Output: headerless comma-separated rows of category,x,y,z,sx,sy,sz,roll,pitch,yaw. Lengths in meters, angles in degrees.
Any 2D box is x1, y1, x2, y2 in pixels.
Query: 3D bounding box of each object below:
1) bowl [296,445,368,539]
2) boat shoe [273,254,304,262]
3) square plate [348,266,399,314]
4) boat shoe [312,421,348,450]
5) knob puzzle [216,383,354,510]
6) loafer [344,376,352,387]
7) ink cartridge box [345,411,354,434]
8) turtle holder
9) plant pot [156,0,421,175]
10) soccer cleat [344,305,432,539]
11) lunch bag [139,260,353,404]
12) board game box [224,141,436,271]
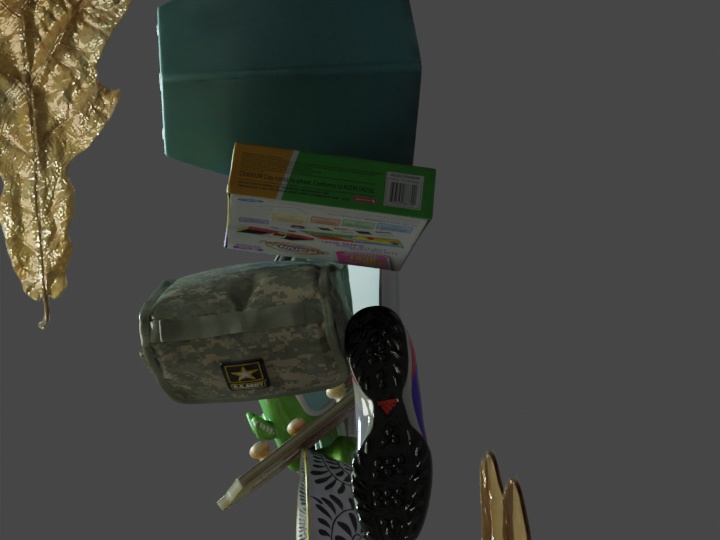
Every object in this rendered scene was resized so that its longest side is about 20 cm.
bowl,-0.009,0.262,1.548,0.201,0.094,0.201,-179,90,-86
boat shoe,-0.070,0.004,1.765,0.067,0.057,0.200,56,-139,-23
square plate,0.000,0.000,1.547,0.200,0.028,0.198,-136,43,-66
boat shoe,-0.049,0.206,1.873,0.074,0.065,0.202,120,136,-54
knob puzzle,-0.064,0.160,1.629,0.030,0.220,0.220,51,168,6
loafer,-0.015,0.026,1.726,0.063,0.072,0.200,20,-120,-52
ink cartridge box,-0.039,0.063,1.966,0.176,0.045,0.200,-106,15,-59
turtle holder,-0.062,0.126,1.796,0.141,0.132,0.186,84,162,-66
plant pot,-0.062,-0.155,1.363,0.141,0.200,0.141,94,170,-49
soccer cleat,0.027,0.131,1.382,0.073,0.068,0.200,45,-143,-70
lunch bag,-0.091,0.051,1.443,0.200,0.164,0.118,1,-97,-84
board game box,-0.029,-0.046,1.326,0.200,0.153,0.040,119,158,-78
